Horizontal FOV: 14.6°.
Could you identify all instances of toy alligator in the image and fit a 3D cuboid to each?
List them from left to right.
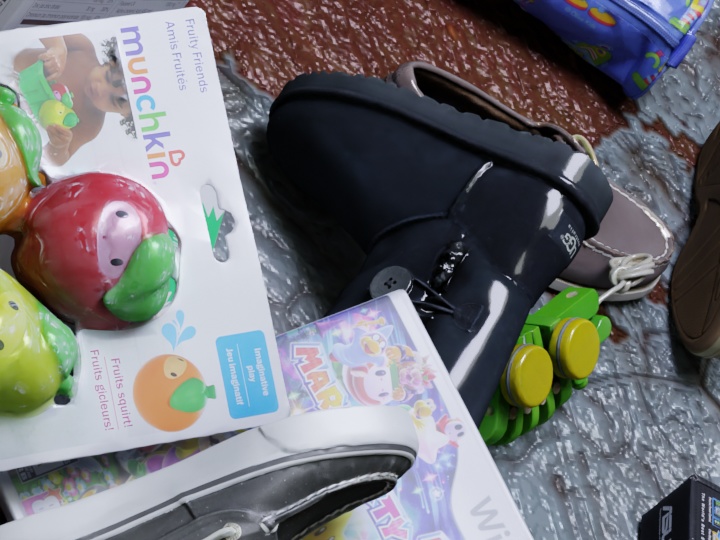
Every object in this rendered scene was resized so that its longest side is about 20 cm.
[{"bbox_3d":[0.091,0.045,1.391,0.200,0.059,0.055,-26,115,-48],"label":"toy alligator"}]

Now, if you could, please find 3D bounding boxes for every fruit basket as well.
[{"bbox_3d":[-0.138,-0.012,1.155,0.199,0.094,0.186,-9,80,-15],"label":"fruit basket"}]

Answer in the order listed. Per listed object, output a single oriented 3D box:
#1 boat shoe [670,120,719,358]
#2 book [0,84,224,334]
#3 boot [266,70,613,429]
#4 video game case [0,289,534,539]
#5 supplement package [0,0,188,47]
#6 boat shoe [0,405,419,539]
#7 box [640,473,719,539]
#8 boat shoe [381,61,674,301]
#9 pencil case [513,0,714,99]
[{"bbox_3d":[0.218,-0.018,1.535,0.064,0.071,0.200,32,40,-13],"label":"boat shoe"},{"bbox_3d":[-0.159,-0.041,1.262,0.200,0.048,0.134,31,44,-20],"label":"book"},{"bbox_3d":[0.000,0.000,1.317,0.168,0.200,0.077,-55,143,-23],"label":"boot"},{"bbox_3d":[-0.040,0.103,1.183,0.199,0.018,0.144,-20,68,-18],"label":"video game case"},{"bbox_3d":[-0.171,-0.194,1.269,0.200,0.111,0.156,45,19,14],"label":"supplement package"},{"bbox_3d":[-0.064,0.114,1.129,0.199,0.071,0.064,-21,67,-9],"label":"boat shoe"},{"bbox_3d":[0.207,0.214,1.348,0.160,0.044,0.201,28,43,-19],"label":"box"},{"bbox_3d":[0.086,-0.047,1.456,0.199,0.060,0.072,26,42,-21],"label":"boat shoe"},{"bbox_3d":[0.102,-0.174,1.563,0.200,0.078,0.087,32,12,-14],"label":"pencil case"}]
